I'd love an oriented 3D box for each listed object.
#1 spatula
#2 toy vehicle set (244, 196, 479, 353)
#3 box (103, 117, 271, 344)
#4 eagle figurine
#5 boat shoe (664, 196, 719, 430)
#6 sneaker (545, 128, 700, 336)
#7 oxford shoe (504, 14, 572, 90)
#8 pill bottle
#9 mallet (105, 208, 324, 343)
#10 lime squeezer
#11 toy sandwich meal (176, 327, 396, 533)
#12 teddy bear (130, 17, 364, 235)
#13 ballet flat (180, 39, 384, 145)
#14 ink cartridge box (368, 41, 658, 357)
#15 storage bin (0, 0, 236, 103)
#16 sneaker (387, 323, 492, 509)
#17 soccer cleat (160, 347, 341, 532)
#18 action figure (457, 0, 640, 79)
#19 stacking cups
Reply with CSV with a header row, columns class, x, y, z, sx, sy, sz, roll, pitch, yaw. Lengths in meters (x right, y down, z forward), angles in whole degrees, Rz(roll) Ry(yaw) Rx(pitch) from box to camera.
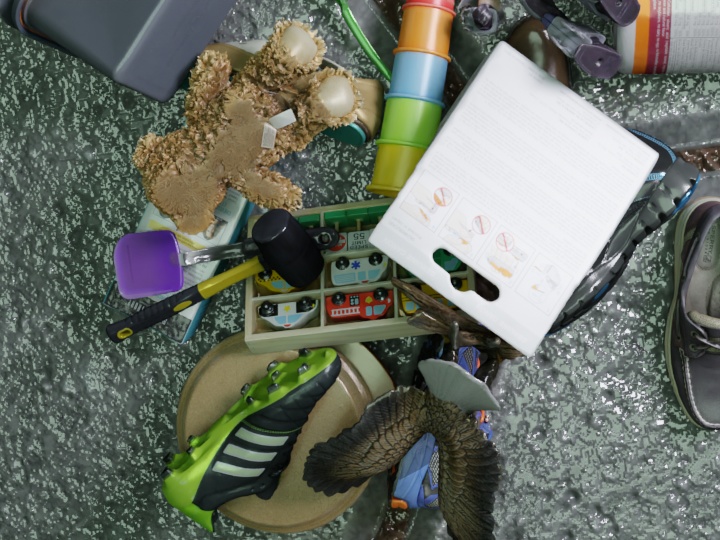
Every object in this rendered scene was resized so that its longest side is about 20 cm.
class,x,y,z,sx,sy,sz,roll,pitch,yaw
spatula,-0.116,-0.016,1.173,0.198,0.021,0.057,-9,96,2
toy vehicle set,0.000,0.000,1.171,0.198,0.027,0.125,-7,60,9
box,-0.148,-0.043,1.209,0.082,0.049,0.201,27,99,4
eagle figurine,0.059,0.132,1.091,0.150,0.152,0.201,18,101,-38
boat shoe,0.296,0.040,1.146,0.071,0.065,0.202,1,97,6
sneaker,0.197,-0.029,1.158,0.082,0.073,0.200,42,92,12
oxford shoe,0.138,-0.116,1.144,0.072,0.084,0.202,9,96,9
pill bottle,0.305,-0.214,1.095,0.198,0.110,0.111,0,96,8
mallet,-0.132,0.008,1.144,0.199,0.041,0.066,-20,130,9
lime squeezer,-0.010,-0.263,1.179,0.070,0.038,0.202,-5,95,-23
toy sandwich meal,-0.067,0.132,1.212,0.203,0.070,0.207,2,99,11
teddy bear,-0.093,-0.119,1.137,0.144,0.067,0.201,32,102,-13
ballet flat,-0.073,-0.166,1.188,0.199,0.069,0.063,19,71,3
ink cartridge box,0.119,-0.055,1.076,0.160,0.047,0.201,35,78,-4
storage bin,-0.184,-0.247,1.123,0.134,0.145,0.201,39,99,26
sneaker,0.082,0.118,1.192,0.078,0.075,0.201,15,104,-7
soccer cleat,-0.082,0.142,1.153,0.200,0.068,0.081,-40,107,15
action figure,0.143,-0.235,1.099,0.200,0.069,0.131,48,118,45
stacking cups,0.053,-0.161,1.157,0.060,0.061,0.202,11,87,7
